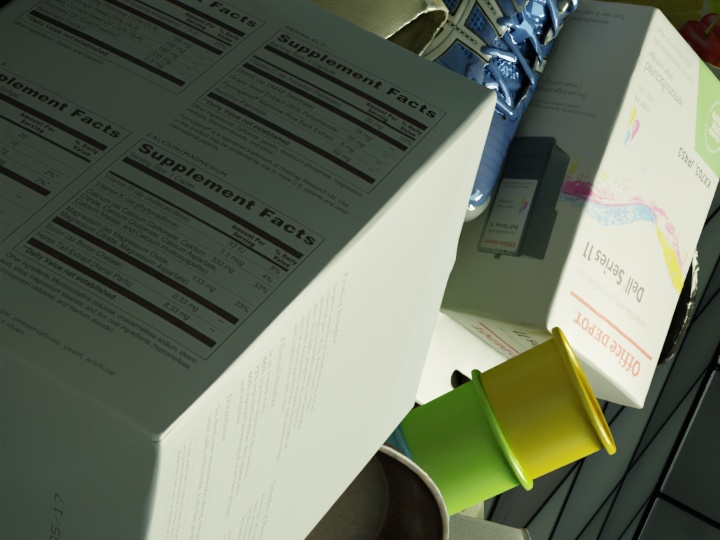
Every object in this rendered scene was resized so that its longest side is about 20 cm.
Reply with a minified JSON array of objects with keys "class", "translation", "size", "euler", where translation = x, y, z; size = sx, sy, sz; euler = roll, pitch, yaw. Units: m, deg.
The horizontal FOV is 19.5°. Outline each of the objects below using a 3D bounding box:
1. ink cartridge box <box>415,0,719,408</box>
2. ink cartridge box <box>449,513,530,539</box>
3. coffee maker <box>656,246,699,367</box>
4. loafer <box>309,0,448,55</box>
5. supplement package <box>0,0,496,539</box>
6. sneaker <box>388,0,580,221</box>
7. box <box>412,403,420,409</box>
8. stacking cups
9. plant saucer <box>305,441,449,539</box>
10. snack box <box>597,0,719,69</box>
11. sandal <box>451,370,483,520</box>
[{"class":"ink cartridge box","translation":[0.102,-0.012,0.980],"size":[0.117,0.067,0.201],"euler":[34,73,-52]},{"class":"ink cartridge box","translation":[-0.032,0.197,1.025],"size":[0.084,0.199,0.176],"euler":[-104,-148,-63]},{"class":"coffee maker","translation":[0.100,-0.047,1.181],"size":[0.135,0.191,0.200],"euler":[-62,-177,25]},{"class":"loafer","translation":[-0.030,-0.056,0.872],"size":[0.201,0.068,0.076],"euler":[-61,165,-7]},{"class":"supplement package","translation":[-0.078,0.015,0.679],"size":[0.200,0.150,0.152],"euler":[-47,158,-45]},{"class":"sneaker","translation":[0.058,-0.119,0.932],"size":[0.076,0.077,0.201],"euler":[25,67,-41]},{"class":"box","translation":[-0.028,0.124,1.131],"size":[0.103,0.094,0.201],"euler":[-34,148,-62]},{"class":"stacking cups","translation":[0.007,0.089,0.906],"size":[0.199,0.061,0.061],"euler":[-23,166,7]},{"class":"plant saucer","translation":[-0.064,0.116,0.836],"size":[0.199,0.035,0.201],"euler":[-12,139,-11]},{"class":"snack box","translation":[0.161,-0.198,1.009],"size":[0.169,0.199,0.068],"euler":[-65,165,12]},{"class":"sandal","translation":[0.066,0.047,1.059],"size":[0.080,0.057,0.202],"euler":[-28,121,-63]}]
